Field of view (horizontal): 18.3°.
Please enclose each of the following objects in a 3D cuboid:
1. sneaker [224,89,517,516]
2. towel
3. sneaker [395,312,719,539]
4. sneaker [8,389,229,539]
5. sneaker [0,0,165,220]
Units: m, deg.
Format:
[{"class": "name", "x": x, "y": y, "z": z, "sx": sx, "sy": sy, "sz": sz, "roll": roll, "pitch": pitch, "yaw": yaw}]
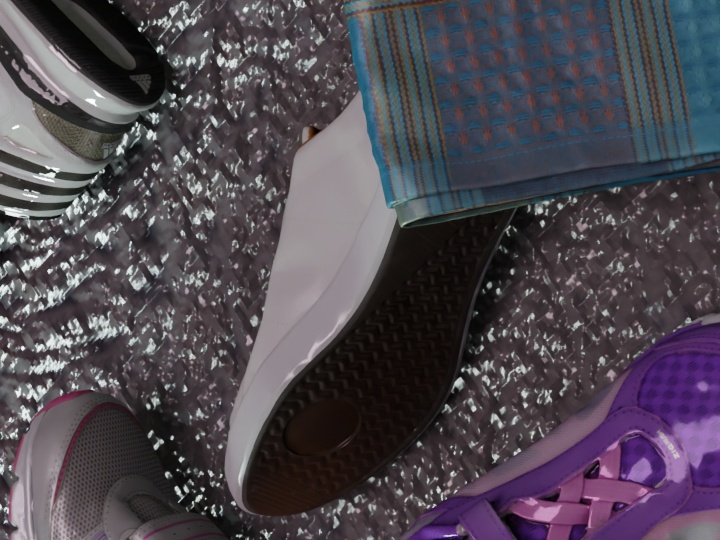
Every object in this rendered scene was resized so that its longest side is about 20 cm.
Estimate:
[{"class": "sneaker", "x": 0.000, "y": 0.000, "z": 0.827, "sx": 0.200, "sy": 0.073, "sz": 0.085, "roll": -61, "pitch": 37, "yaw": 26}, {"class": "towel", "x": 0.062, "y": -0.123, "z": 0.737, "sx": 0.147, "sy": 0.022, "sz": 0.200, "roll": -11, "pitch": 88, "yaw": -2}, {"class": "sneaker", "x": 0.071, "y": 0.089, "z": 0.761, "sx": 0.200, "sy": 0.088, "sz": 0.081, "roll": -41, "pitch": 70, "yaw": 31}, {"class": "sneaker", "x": -0.066, "y": 0.135, "z": 0.877, "sx": 0.088, "sy": 0.081, "sz": 0.200, "roll": -26, "pitch": 88, "yaw": 34}, {"class": "sneaker", "x": -0.178, "y": -0.100, "z": 0.930, "sx": 0.201, "sy": 0.076, "sz": 0.115, "roll": 48, "pitch": 118, "yaw": 19}]
